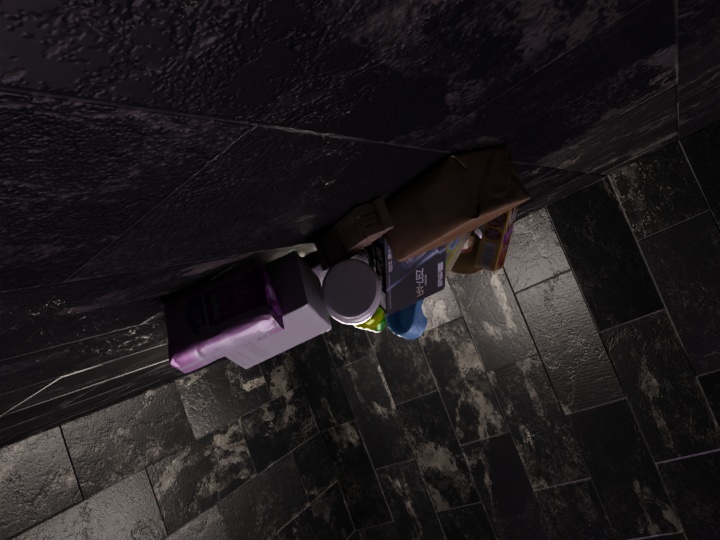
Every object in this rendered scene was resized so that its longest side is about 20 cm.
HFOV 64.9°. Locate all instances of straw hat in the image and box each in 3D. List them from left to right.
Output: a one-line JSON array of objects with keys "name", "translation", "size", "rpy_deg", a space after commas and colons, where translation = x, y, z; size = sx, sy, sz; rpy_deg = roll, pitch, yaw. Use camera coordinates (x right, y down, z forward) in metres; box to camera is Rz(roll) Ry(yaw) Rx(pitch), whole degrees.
[{"name": "straw hat", "translation": [0.248, -0.093, 1.439], "size": [0.196, 0.202, 0.087], "rpy_deg": [-20, 141, -30]}]

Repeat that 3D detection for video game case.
[{"name": "video game case", "translation": [0.195, -0.061, 1.304], "size": [0.180, 0.023, 0.205], "rpy_deg": [12, 108, -60]}]

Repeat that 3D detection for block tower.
[{"name": "block tower", "translation": [-0.018, -0.059, 0.993], "size": [0.057, 0.056, 0.199], "rpy_deg": [-21, 173, -33]}]

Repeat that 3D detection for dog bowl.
[{"name": "dog bowl", "translation": [0.119, 0.069, 1.419], "size": [0.109, 0.208, 0.049], "rpy_deg": [13, -177, 41]}]

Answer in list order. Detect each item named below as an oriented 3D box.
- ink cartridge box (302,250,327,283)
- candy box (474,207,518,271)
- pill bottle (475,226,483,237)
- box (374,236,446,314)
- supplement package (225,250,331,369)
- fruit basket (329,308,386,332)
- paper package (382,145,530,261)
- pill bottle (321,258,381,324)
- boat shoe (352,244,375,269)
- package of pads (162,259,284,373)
[{"name": "ink cartridge box", "translation": [-0.133, 0.026, 1.184], "size": [0.195, 0.043, 0.120], "rpy_deg": [-26, 152, -4]}, {"name": "candy box", "translation": [0.329, -0.107, 1.339], "size": [0.055, 0.208, 0.116], "rpy_deg": [15, -169, 22]}, {"name": "pill bottle", "translation": [0.259, -0.083, 1.642], "size": [0.195, 0.116, 0.112], "rpy_deg": [-27, 174, 19]}, {"name": "box", "translation": [0.105, -0.028, 1.174], "size": [0.156, 0.206, 0.043], "rpy_deg": [-20, -144, -25]}, {"name": "supplement package", "translation": [-0.171, 0.077, 1.070], "size": [0.194, 0.123, 0.122], "rpy_deg": [-24, 148, 9]}, {"name": "fruit basket", "translation": [-0.012, 0.089, 1.466], "size": [0.213, 0.220, 0.155], "rpy_deg": [-28, -175, 41]}, {"name": "paper package", "translation": [0.158, -0.115, 0.979], "size": [0.187, 0.106, 0.198], "rpy_deg": [-21, 173, -42]}, {"name": "pill bottle", "translation": [-0.016, 0.041, 1.051], "size": [0.111, 0.117, 0.200], "rpy_deg": [-23, 175, -1]}, {"name": "boat shoe", "translation": [0.000, 0.000, 1.247], "size": [0.203, 0.072, 0.061], "rpy_deg": [84, 30, -53]}, {"name": "package of pads", "translation": [-0.236, 0.080, 0.965], "size": [0.194, 0.123, 0.076], "rpy_deg": [-23, 148, 0]}]
